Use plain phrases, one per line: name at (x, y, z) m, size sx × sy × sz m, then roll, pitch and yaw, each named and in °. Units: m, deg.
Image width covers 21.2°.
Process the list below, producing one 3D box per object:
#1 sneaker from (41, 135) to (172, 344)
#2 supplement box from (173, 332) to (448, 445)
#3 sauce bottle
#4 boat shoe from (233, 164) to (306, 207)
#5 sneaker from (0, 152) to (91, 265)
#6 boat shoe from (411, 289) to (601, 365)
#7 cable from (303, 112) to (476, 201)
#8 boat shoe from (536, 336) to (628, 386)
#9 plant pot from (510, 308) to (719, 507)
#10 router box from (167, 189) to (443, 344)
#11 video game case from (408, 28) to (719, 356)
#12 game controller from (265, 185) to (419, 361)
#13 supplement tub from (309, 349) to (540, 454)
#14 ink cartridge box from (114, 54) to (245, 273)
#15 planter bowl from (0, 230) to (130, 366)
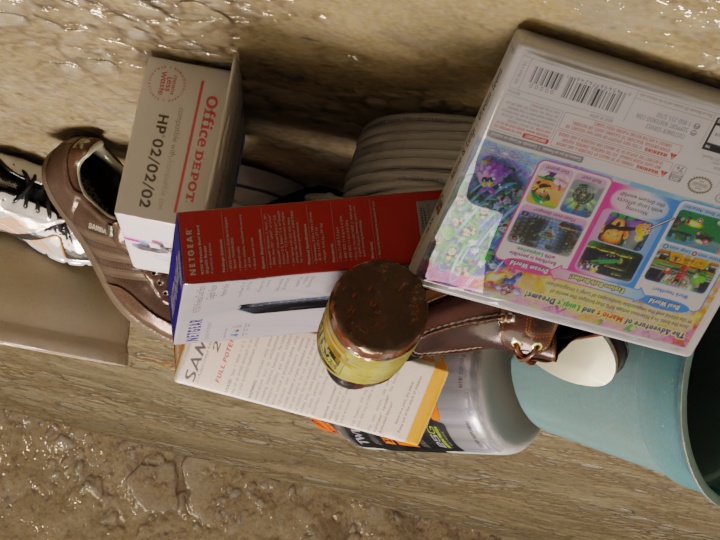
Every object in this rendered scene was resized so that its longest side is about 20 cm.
sneaker at (-0.180, -0.021, 1.551) m, size 0.200 × 0.070 × 0.075 m, roll 50°, pitch 150°, yaw -11°
supplement box at (-0.042, 0.052, 1.485) m, size 0.199 × 0.074 × 0.126 m, roll 16°, pitch -158°, yaw -15°
sauce bottle at (0.003, 0.044, 1.257) m, size 0.065 × 0.067 × 0.200 m, roll 12°, pitch 164°, yaw -3°
boat shoe at (-0.075, -0.036, 1.569) m, size 0.072 × 0.066 × 0.199 m, roll -1°, pitch 162°, yaw 45°
sneaker at (-0.279, -0.056, 1.649) m, size 0.198 × 0.074 × 0.080 m, roll 12°, pitch 165°, yaw -5°
boat shoe at (0.123, 0.027, 1.300) m, size 0.198 × 0.071 × 0.070 m, roll -17°, pitch 163°, yaw 4°
cable at (0.087, -0.050, 1.367) m, size 0.199 × 0.070 × 0.199 m, roll -4°, pitch 160°, yaw 44°
boat shoe at (0.136, 0.019, 1.484) m, size 0.062 × 0.072 × 0.200 m, roll -17°, pitch -140°, yaw -41°
plant pot at (0.238, 0.074, 1.531) m, size 0.195 × 0.202 × 0.200 m, roll 8°, pitch 169°, yaw 46°
router box at (-0.039, 0.001, 1.309) m, size 0.178 × 0.049 × 0.200 m, roll -5°, pitch 168°, yaw -8°
video game case at (0.153, -0.043, 1.186) m, size 0.199 × 0.024 × 0.183 m, roll 14°, pitch 123°, yaw -15°
game controller at (0.000, 0.000, 1.473) m, size 0.104 × 0.042 × 0.200 m, roll -17°, pitch -137°, yaw -43°
supplement tub at (0.053, 0.095, 1.654) m, size 0.199 × 0.124 × 0.122 m, roll -2°, pitch 162°, yaw 38°
ink cartridge box at (-0.124, -0.073, 1.342) m, size 0.067 × 0.116 × 0.200 m, roll 10°, pitch 167°, yaw 0°
planter bowl at (-0.299, 0.005, 1.758) m, size 0.199 × 0.136 × 0.200 m, roll 10°, pitch 176°, yaw 1°
